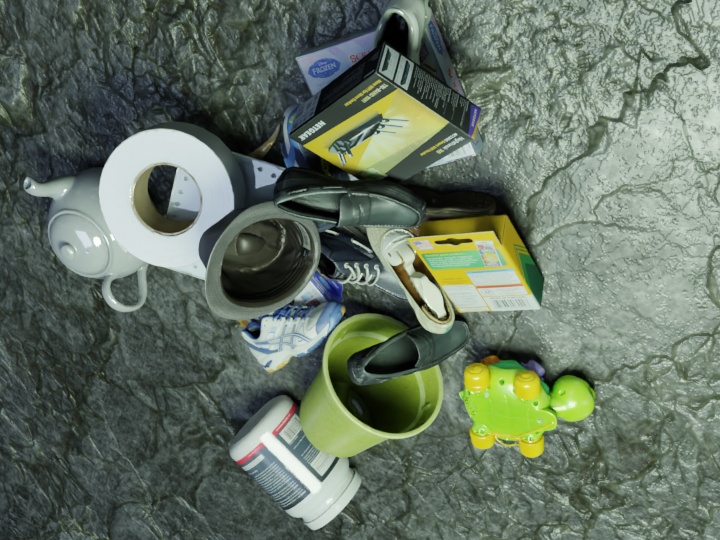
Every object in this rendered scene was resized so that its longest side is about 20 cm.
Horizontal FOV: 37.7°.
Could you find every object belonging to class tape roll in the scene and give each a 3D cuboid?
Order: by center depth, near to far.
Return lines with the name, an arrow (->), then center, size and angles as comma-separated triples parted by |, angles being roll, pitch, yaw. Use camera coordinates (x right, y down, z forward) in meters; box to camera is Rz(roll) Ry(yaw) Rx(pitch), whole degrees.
tape roll -> -0.269, -0.108, 1.514 | 0.201, 0.071, 0.204 | 2, 107, 7

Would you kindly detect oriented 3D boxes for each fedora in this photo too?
fedora -> -0.152, -0.027, 1.461 | 0.090, 0.199, 0.178 | 33, 125, 42

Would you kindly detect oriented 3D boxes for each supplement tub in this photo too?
supplement tub -> -0.110, 0.323, 1.781 | 0.200, 0.140, 0.140 | 46, 128, -6

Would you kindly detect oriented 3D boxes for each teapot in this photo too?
teapot -> -0.426, -0.057, 1.695 | 0.199, 0.146, 0.198 | 20, 127, 12

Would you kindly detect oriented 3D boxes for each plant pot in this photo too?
plant pot -> -0.002, 0.197, 1.635 | 0.200, 0.201, 0.184 | 39, 140, -1

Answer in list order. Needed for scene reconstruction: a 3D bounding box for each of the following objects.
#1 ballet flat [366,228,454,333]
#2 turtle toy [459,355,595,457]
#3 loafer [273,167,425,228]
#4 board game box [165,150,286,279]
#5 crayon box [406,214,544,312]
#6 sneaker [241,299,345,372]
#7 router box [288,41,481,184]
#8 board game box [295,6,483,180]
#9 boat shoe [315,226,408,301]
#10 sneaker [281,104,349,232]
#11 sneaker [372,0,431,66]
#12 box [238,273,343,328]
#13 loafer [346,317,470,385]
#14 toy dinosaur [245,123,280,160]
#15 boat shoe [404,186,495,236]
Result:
ballet flat -> 0.078, -0.002, 1.508 | 0.201, 0.067, 0.062 | 57, 170, 3
turtle toy -> 0.241, 0.189, 1.548 | 0.199, 0.101, 0.146 | 6, 124, 22
loafer -> -0.015, -0.083, 1.377 | 0.199, 0.071, 0.068 | 11, 133, 2
board game box -> -0.185, -0.075, 1.563 | 0.199, 0.026, 0.201 | 17, 108, 3
crayon box -> 0.160, -0.014, 1.438 | 0.125, 0.052, 0.200 | -3, 148, 28
sneaker -> -0.110, 0.087, 1.626 | 0.200, 0.075, 0.088 | -33, 103, 37
router box -> 0.028, -0.186, 1.329 | 0.157, 0.052, 0.200 | 29, 149, -25
board game box -> 0.039, -0.228, 1.422 | 0.199, 0.041, 0.200 | -11, 114, 31
boat shoe -> 0.000, 0.000, 1.552 | 0.199, 0.093, 0.075 | 32, 131, 5
sneaker -> -0.065, -0.146, 1.481 | 0.082, 0.074, 0.201 | 42, 147, 43
sneaker -> 0.042, -0.254, 1.323 | 0.074, 0.089, 0.201 | 11, 127, 16
box -> -0.119, 0.042, 1.674 | 0.200, 0.042, 0.119 | -33, 102, 39
loafer -> 0.077, 0.118, 1.534 | 0.070, 0.200, 0.068 | -16, 92, 69
toy dinosaur -> -0.184, -0.138, 1.580 | 0.199, 0.058, 0.101 | -21, 108, 34
boat shoe -> 0.091, -0.072, 1.476 | 0.199, 0.072, 0.068 | 7, 121, 20
